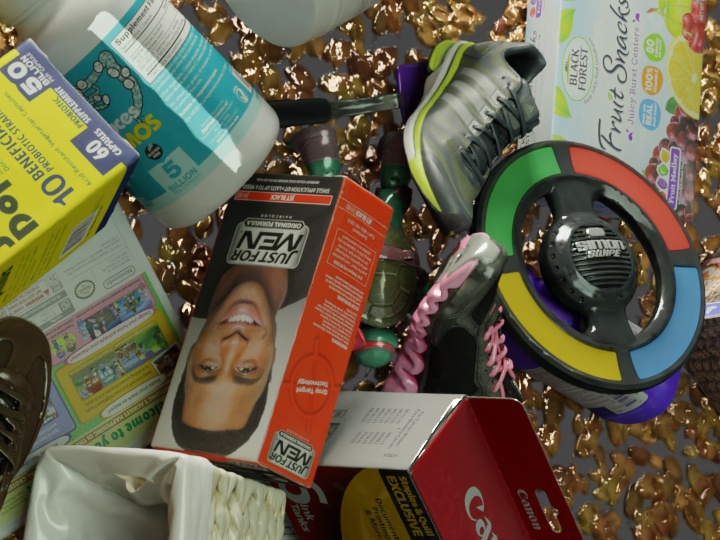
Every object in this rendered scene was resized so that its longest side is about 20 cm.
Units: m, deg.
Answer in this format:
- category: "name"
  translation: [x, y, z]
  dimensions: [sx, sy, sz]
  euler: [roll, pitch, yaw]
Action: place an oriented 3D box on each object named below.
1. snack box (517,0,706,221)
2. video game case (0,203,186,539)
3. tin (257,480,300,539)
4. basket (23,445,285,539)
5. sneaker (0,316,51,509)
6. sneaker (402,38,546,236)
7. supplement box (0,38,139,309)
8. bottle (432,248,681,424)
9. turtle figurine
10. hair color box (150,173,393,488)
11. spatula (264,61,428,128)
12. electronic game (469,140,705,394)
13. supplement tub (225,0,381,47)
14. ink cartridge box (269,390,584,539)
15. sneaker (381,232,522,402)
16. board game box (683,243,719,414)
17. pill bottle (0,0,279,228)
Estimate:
- category: "snack box"
  translation: [0.196, -0.145, 1.772]
  dimensions: [0.142, 0.053, 0.201]
  euler: [9, 80, -28]
- category: "video game case"
  translation: [-0.214, 0.056, 1.525]
  dimensions: [0.200, 0.022, 0.182]
  euler: [-32, 101, -30]
- category: "tin"
  translation: [-0.073, 0.192, 1.584]
  dimensions: [0.112, 0.042, 0.201]
  euler: [2, 83, -26]
- category: "basket"
  translation: [-0.134, 0.220, 1.470]
  dimensions: [0.123, 0.135, 0.201]
  euler: [17, 75, -53]
- category: "sneaker"
  translation: [-0.238, 0.122, 1.444]
  dimensions: [0.070, 0.075, 0.201]
  euler: [29, 71, -24]
- category: "sneaker"
  translation: [0.084, -0.105, 1.636]
  dimensions: [0.074, 0.081, 0.200]
  euler: [59, 30, -37]
- category: "supplement box"
  translation: [-0.254, -0.034, 1.439]
  dimensions: [0.109, 0.110, 0.200]
  euler: [46, 60, 5]
- category: "bottle"
  translation: [0.144, 0.047, 1.701]
  dimensions: [0.200, 0.083, 0.065]
  euler: [30, 64, -24]
- category: "turtle figurine"
  translation: [0.000, 0.000, 1.618]
  dimensions: [0.149, 0.101, 0.201]
  euler: [10, 71, -34]
- category: "hair color box"
  translation: [-0.058, 0.037, 1.523]
  dimensions: [0.061, 0.101, 0.201]
  euler: [32, 69, -47]
- category: "spatula"
  translation: [-0.008, -0.119, 1.667]
  dimensions: [0.199, 0.021, 0.057]
  euler: [-9, 89, -31]
- category: "electronic game"
  translation: [0.167, -0.004, 1.660]
  dimensions: [0.199, 0.042, 0.201]
  euler: [14, 59, -24]
- category: "supplement tub"
  translation: [-0.001, -0.258, 1.625]
  dimensions: [0.200, 0.132, 0.132]
  euler: [-33, 101, -30]
- category: "ink cartridge box"
  translation: [0.055, 0.183, 1.545]
  dimensions: [0.084, 0.175, 0.200]
  euler: [-50, 125, -39]
- category: "sneaker"
  translation: [0.078, 0.057, 1.593]
  dimensions: [0.095, 0.200, 0.079]
  euler: [30, 48, 8]
- category: "board game box"
  translation: [0.360, 0.034, 1.822]
  dimensions: [0.200, 0.097, 0.160]
  euler: [-47, 107, -26]
- category: "pill bottle"
  translation: [-0.157, -0.131, 1.529]
  dimensions: [0.200, 0.111, 0.111]
  euler: [45, 64, -18]
